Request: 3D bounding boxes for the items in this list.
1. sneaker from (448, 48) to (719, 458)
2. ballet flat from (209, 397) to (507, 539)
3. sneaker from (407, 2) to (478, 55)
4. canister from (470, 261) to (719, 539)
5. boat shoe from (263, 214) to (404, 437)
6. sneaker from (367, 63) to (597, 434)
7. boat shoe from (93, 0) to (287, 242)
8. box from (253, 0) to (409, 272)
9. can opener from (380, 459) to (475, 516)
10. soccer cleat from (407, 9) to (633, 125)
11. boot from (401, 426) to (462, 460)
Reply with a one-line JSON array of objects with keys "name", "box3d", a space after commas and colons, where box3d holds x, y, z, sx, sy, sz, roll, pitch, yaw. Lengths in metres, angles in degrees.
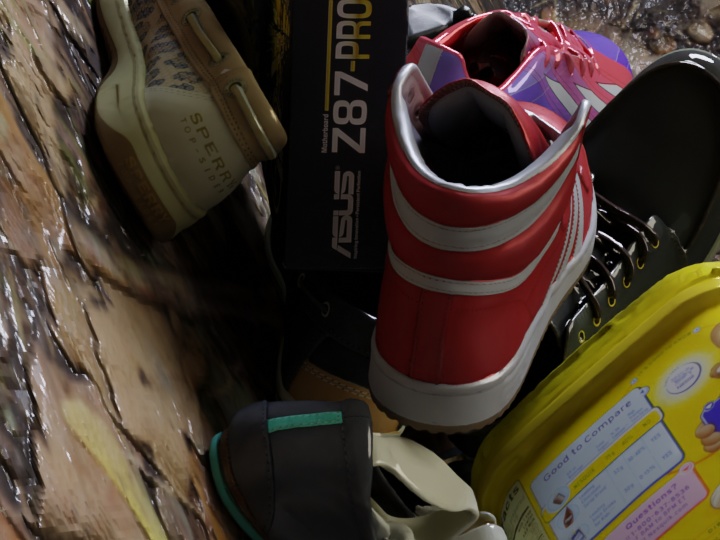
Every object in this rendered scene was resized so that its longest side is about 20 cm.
[{"name": "sneaker", "box3d": [0.099, -0.007, 0.971, 0.075, 0.200, 0.106, 30, -2, 11]}, {"name": "ballet flat", "box3d": [0.016, 0.103, 0.842, 0.200, 0.073, 0.073, 55, 14, -49]}, {"name": "sneaker", "box3d": [0.061, -0.029, 1.124, 0.201, 0.071, 0.098, 60, -29, 26]}, {"name": "canister", "box3d": [0.128, 0.099, 0.841, 0.087, 0.148, 0.200, 44, 9, -25]}, {"name": "boat shoe", "box3d": [0.000, 0.000, 0.962, 0.074, 0.062, 0.200, 18, 26, -9]}, {"name": "sneaker", "box3d": [0.051, -0.040, 0.853, 0.200, 0.071, 0.113, -67, 165, -56]}, {"name": "boat shoe", "box3d": [-0.058, -0.076, 0.891, 0.073, 0.063, 0.200, 60, 11, -29]}, {"name": "box", "box3d": [-0.013, -0.110, 0.927, 0.200, 0.049, 0.162, -103, -163, -66]}, {"name": "can opener", "box3d": [0.067, 0.154, 1.006, 0.200, 0.063, 0.079, 60, 11, -29]}, {"name": "soccer cleat", "box3d": [0.071, -0.083, 1.030, 0.200, 0.068, 0.073, -28, 139, -53]}, {"name": "boot", "box3d": [0.040, 0.033, 1.120, 0.200, 0.075, 0.097, -19, 88, -78]}]
